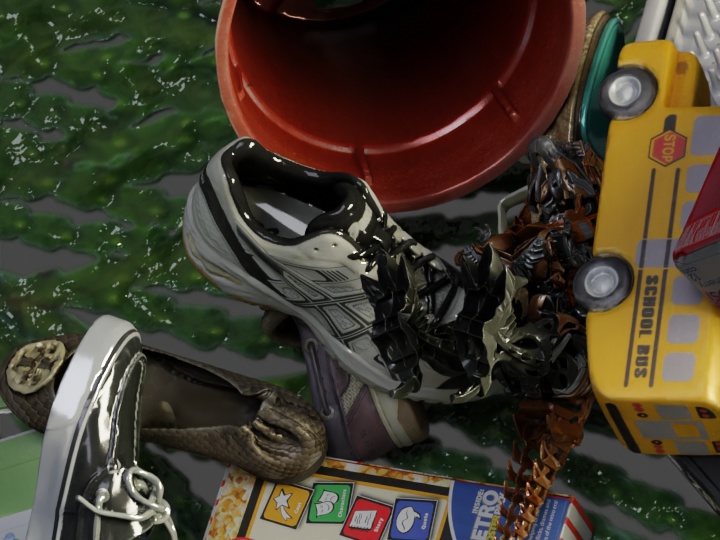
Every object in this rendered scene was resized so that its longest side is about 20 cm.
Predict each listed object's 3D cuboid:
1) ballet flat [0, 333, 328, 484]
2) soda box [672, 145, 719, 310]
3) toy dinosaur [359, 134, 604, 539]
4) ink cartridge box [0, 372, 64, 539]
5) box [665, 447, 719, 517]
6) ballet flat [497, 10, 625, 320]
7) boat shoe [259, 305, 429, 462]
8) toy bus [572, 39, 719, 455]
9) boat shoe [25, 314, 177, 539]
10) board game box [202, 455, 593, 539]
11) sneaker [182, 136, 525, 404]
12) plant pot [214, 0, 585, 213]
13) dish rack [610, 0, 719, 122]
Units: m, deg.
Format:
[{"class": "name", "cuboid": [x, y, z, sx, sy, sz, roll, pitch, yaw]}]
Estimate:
[{"class": "ballet flat", "cuboid": [-0.110, 0.068, 1.235, 0.199, 0.046, 0.068, 14, 64, 23]}, {"class": "soda box", "cuboid": [0.219, -0.064, 1.092, 0.063, 0.070, 0.201, -23, 31, 51]}, {"class": "toy dinosaur", "cuboid": [0.086, 0.032, 1.150, 0.102, 0.135, 0.202, -31, 58, 41]}, {"class": "ink cartridge box", "cuboid": [-0.180, 0.165, 1.263, 0.103, 0.059, 0.201, -17, 58, 10]}, {"class": "box", "cuboid": [0.254, 0.061, 1.111, 0.199, 0.049, 0.161, -37, 57, -2]}, {"class": "ballet flat", "cuboid": [0.107, -0.054, 1.264, 0.065, 0.071, 0.201, -5, 59, 22]}, {"class": "boat shoe", "cuboid": [-0.025, 0.019, 1.277, 0.064, 0.072, 0.201, -26, 62, 1]}, {"class": "toy bus", "cuboid": [0.153, -0.014, 1.126, 0.078, 0.065, 0.201, -2, 61, 23]}, {"class": "boat shoe", "cuboid": [-0.130, 0.126, 1.176, 0.068, 0.074, 0.201, 11, 79, 13]}, {"class": "board game box", "cuboid": [0.005, 0.178, 1.189, 0.198, 0.046, 0.153, 8, 66, 26]}, {"class": "sneaker", "cuboid": [0.000, 0.000, 1.192, 0.199, 0.088, 0.076, 24, 57, 2]}, {"class": "plant pot", "cuboid": [0.002, -0.167, 1.283, 0.200, 0.201, 0.196, -29, 32, 4]}, {"class": "dish rack", "cuboid": [0.233, -0.124, 1.242, 0.170, 0.044, 0.201, -1, 49, 27]}]
